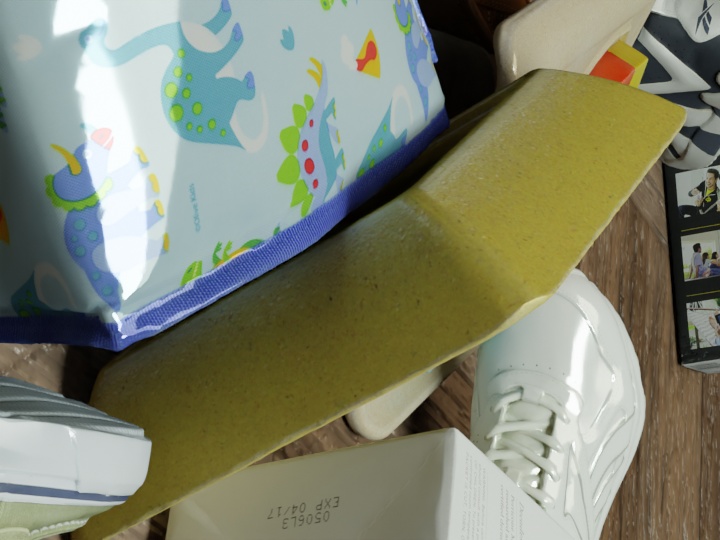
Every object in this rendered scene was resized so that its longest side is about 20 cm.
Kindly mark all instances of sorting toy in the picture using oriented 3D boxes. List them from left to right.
[{"bbox_3d":[0.071,-0.035,0.932,0.185,0.036,0.201,-39,154,-56],"label":"sorting toy"}]

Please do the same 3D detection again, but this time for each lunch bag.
[{"bbox_3d":[-0.062,-0.090,0.662,0.200,0.127,0.171,-30,112,-39],"label":"lunch bag"}]

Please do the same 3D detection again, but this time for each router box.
[{"bbox_3d":[0.295,-0.022,1.331,0.051,0.199,0.150,18,66,-60],"label":"router box"}]

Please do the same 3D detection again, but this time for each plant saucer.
[{"bbox_3d":[0.000,0.000,0.737,0.049,0.200,0.200,56,30,-6],"label":"plant saucer"}]

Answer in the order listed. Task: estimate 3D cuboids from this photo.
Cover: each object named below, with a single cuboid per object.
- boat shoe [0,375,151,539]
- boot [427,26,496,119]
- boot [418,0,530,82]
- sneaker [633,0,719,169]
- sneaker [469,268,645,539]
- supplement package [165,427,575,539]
[{"bbox_3d":[-0.132,0.061,0.587,0.200,0.072,0.062,9,99,-60],"label":"boat shoe"},{"bbox_3d":[0.013,-0.093,0.844,0.182,0.073,0.200,-57,152,13],"label":"boot"},{"bbox_3d":[0.056,-0.144,1.017,0.155,0.076,0.201,-12,87,-68],"label":"boot"},{"bbox_3d":[0.168,-0.124,1.250,0.199,0.129,0.080,142,-35,-80],"label":"sneaker"},{"bbox_3d":[0.075,0.098,0.929,0.099,0.078,0.201,-25,119,-68],"label":"sneaker"},{"bbox_3d":[0.027,0.161,0.773,0.200,0.121,0.120,43,42,-45],"label":"supplement package"}]
